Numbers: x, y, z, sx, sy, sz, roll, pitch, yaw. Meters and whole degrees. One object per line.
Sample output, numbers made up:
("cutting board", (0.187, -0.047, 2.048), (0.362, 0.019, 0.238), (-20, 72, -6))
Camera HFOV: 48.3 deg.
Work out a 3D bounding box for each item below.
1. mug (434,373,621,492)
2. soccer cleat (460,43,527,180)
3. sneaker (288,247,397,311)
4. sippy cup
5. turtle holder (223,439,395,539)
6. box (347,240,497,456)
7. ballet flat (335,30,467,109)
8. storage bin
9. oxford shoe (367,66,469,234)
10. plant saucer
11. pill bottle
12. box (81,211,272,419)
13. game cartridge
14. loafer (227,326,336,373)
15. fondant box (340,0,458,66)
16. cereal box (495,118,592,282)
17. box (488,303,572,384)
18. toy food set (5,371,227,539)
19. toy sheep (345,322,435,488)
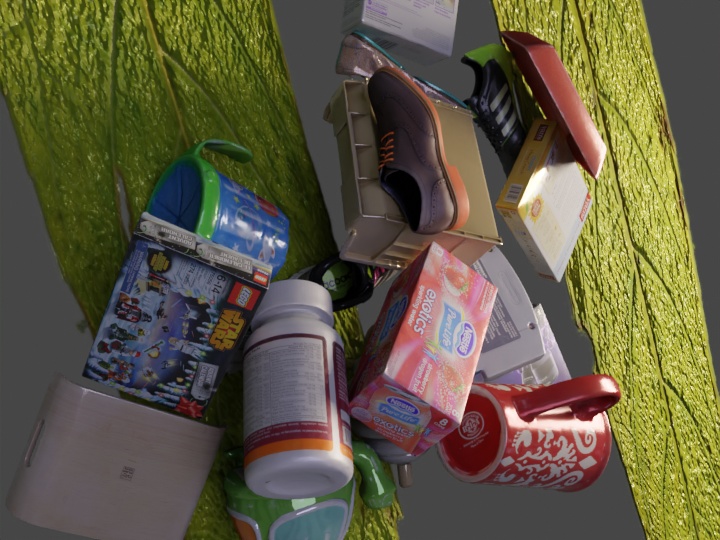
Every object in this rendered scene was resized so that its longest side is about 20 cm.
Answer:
("mug", (0.198, 0.176, 0.956), (0.198, 0.133, 0.180), (12, 107, -41))
("soccer cleat", (0.188, -0.212, 1.126), (0.080, 0.067, 0.204), (-14, 95, -13))
("sneaker", (0.000, 0.000, 0.984), (0.198, 0.087, 0.075), (-29, 103, -29))
("sippy cup", (-0.152, -0.040, 0.878), (0.129, 0.140, 0.180), (19, 106, -39))
("turtle holder", (-0.064, 0.256, 0.917), (0.184, 0.139, 0.134), (-14, 95, -51))
("box", (0.070, 0.083, 0.884), (0.102, 0.095, 0.201), (34, 47, -9))
("ballet flat", (0.049, -0.231, 1.044), (0.198, 0.068, 0.068), (28, 94, -22))
("storage bin", (0.055, -0.109, 0.974), (0.195, 0.094, 0.203), (10, 58, -29))
("oxford shoe", (0.048, -0.133, 0.875), (0.072, 0.071, 0.203), (-16, 73, -34))
("plant saucer", (0.267, -0.239, 1.100), (0.036, 0.200, 0.201), (-31, 108, 12))
("pill bottle", (-0.067, 0.120, 0.824), (0.108, 0.109, 0.203), (15, 52, -29))
("box", (-0.187, 0.053, 0.807), (0.135, 0.201, 0.040), (22, 34, -13))
("game cartridge", (0.154, 0.042, 1.054), (0.131, 0.041, 0.202), (-18, 70, -19))
("loafer", (-0.113, 0.075, 0.925), (0.197, 0.070, 0.071), (-3, 99, -30))
("fondant box", (0.060, -0.390, 1.050), (0.142, 0.058, 0.204), (12, 83, -30))
("cereal box", (0.264, -0.094, 1.133), (0.200, 0.039, 0.146), (48, 64, -48))
("box", (0.184, 0.155, 1.099), (0.199, 0.078, 0.143), (-34, 103, -27))
("toy food set", (-0.253, 0.205, 0.852), (0.198, 0.060, 0.146), (23, 88, -27))
("toy sheep", (0.041, 0.163, 0.979), (0.136, 0.137, 0.204), (-16, 97, -30))
